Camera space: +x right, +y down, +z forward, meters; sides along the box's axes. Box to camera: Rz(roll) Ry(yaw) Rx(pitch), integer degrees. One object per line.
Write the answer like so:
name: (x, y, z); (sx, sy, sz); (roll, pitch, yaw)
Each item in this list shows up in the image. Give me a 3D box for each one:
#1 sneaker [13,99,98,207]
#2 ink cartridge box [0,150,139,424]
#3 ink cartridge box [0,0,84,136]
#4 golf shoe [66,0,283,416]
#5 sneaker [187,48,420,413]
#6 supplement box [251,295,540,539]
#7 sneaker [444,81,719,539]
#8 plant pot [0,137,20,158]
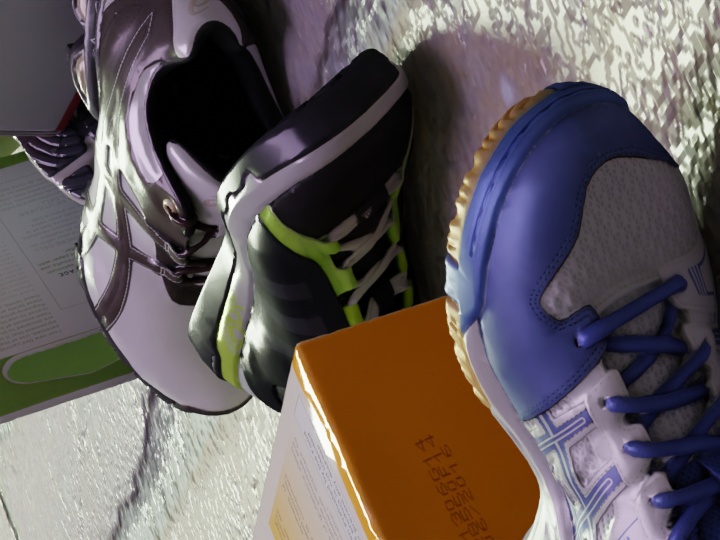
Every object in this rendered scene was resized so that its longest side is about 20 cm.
sneaker: (-0.112, -0.079, 1.250); (0.080, 0.077, 0.200); (61, 178, -38)
ink cartridge box: (-0.138, 0.029, 1.268); (0.200, 0.148, 0.076); (-131, 28, -53)
ink cartridge box: (-0.159, -0.173, 1.167); (0.146, 0.083, 0.200); (-58, 48, 38)
golf shoe: (-0.063, -0.022, 1.109); (0.094, 0.078, 0.200); (43, 148, 56)
sneaker: (0.000, 0.000, 0.987); (0.083, 0.072, 0.200); (43, 157, 11)
supplement box: (0.023, 0.110, 0.968); (0.200, 0.073, 0.126); (105, 144, -60)
sneaker: (0.081, 0.046, 0.756); (0.088, 0.075, 0.200); (31, 144, 49)
plant pot: (-0.236, -0.128, 1.390); (0.183, 0.200, 0.200); (27, 135, 45)
